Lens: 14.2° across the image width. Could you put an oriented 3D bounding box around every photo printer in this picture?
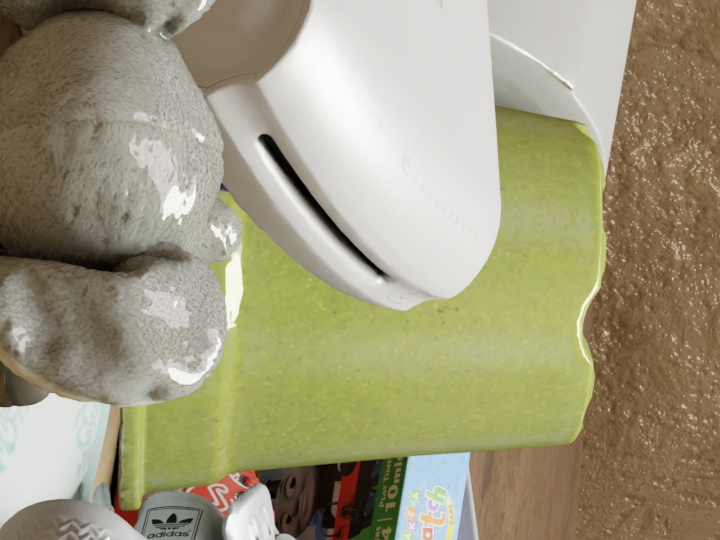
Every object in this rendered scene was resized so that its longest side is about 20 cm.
[{"bbox_3d":[-0.011,-0.095,0.959,0.166,0.069,0.200,48,34,-52],"label":"photo printer"}]

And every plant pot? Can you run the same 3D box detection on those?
[{"bbox_3d":[0.000,0.000,1.164,0.200,0.184,0.201,-177,-90,-87],"label":"plant pot"}]

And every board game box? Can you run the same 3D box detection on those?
[{"bbox_3d":[-0.022,0.126,1.322,0.200,0.037,0.151,-19,-123,58],"label":"board game box"}]

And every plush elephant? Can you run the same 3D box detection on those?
[{"bbox_3d":[-0.100,-0.028,0.794,0.200,0.155,0.165,59,39,-74],"label":"plush elephant"}]

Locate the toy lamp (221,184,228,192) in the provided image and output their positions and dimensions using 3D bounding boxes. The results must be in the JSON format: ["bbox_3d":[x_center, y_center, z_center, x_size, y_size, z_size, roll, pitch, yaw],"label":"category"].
[{"bbox_3d":[-0.029,-0.105,1.090,0.200,0.058,0.058,-77,168,-46],"label":"toy lamp"}]

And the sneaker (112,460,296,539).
[{"bbox_3d":[-0.054,0.115,1.257,0.067,0.108,0.202,82,18,-54],"label":"sneaker"}]

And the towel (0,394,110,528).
[{"bbox_3d":[-0.133,0.081,0.984,0.171,0.048,0.200,46,50,-77],"label":"towel"}]

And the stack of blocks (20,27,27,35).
[{"bbox_3d":[-0.096,-0.144,1.014,0.200,0.058,0.115,82,18,-55],"label":"stack of blocks"}]

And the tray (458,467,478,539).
[{"bbox_3d":[0.001,0.109,1.433,0.022,0.107,0.200,86,-2,-56],"label":"tray"}]

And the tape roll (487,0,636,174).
[{"bbox_3d":[0.019,-0.111,1.270,0.203,0.202,0.139,80,20,-57],"label":"tape roll"}]

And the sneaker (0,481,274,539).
[{"bbox_3d":[-0.078,0.108,0.986,0.200,0.075,0.115,75,17,-52],"label":"sneaker"}]

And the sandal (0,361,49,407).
[{"bbox_3d":[-0.072,-0.039,0.948,0.082,0.055,0.200,86,19,-50],"label":"sandal"}]
